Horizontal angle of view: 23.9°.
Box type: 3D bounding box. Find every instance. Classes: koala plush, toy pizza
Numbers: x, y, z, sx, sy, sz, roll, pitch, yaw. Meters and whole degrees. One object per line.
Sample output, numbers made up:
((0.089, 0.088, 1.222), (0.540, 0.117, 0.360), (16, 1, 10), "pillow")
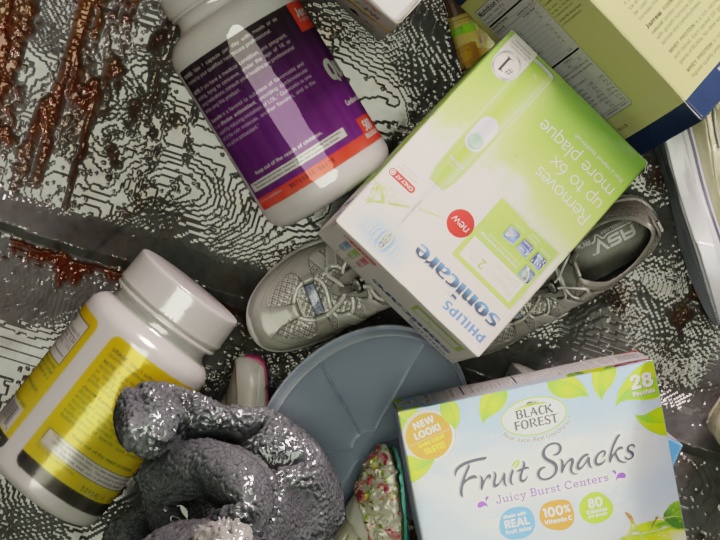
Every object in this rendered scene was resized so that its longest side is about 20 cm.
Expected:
((-0.104, 0.204, 1.218), (0.183, 0.200, 0.178), (8, 117, -2), "koala plush")
((-0.002, 0.132, 1.360), (0.199, 0.032, 0.201), (-13, 119, -26), "toy pizza")

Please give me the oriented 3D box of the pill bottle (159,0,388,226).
((-0.071, -0.142, 1.327), (0.112, 0.112, 0.201), (-32, 96, 0), "pill bottle")

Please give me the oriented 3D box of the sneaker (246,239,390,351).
((0.000, 0.000, 1.346), (0.199, 0.082, 0.075), (-28, 93, -5), "sneaker")

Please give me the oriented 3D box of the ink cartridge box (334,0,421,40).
((0.015, -0.278, 1.278), (0.147, 0.200, 0.146), (41, 91, -5), "ink cartridge box")

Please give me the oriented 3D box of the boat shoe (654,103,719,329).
((0.285, -0.054, 1.375), (0.062, 0.072, 0.201), (-16, 92, 1), "boat shoe")

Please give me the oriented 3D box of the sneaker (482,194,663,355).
((0.153, 0.000, 1.365), (0.200, 0.082, 0.075), (-34, 95, 0), "sneaker")

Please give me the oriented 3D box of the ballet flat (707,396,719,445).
((0.349, 0.063, 1.392), (0.069, 0.069, 0.200), (37, 86, -5), "ballet flat")

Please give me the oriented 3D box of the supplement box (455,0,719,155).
((0.212, -0.227, 1.294), (0.200, 0.134, 0.200), (45, 66, -5), "supplement box")

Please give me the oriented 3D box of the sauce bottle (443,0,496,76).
((0.121, -0.133, 1.363), (0.064, 0.065, 0.201), (-16, 93, -2), "sauce bottle")

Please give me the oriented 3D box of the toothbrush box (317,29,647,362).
((0.090, -0.053, 1.274), (0.146, 0.086, 0.200), (44, 79, -4), "toothbrush box")

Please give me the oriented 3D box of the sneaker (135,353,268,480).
((-0.130, 0.157, 1.362), (0.088, 0.081, 0.201), (21, 92, -6), "sneaker")

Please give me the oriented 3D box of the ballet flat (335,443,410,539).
((0.013, 0.232, 1.354), (0.064, 0.076, 0.201), (-12, 115, -6), "ballet flat")

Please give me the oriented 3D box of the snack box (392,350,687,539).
((0.137, 0.164, 1.300), (0.199, 0.068, 0.170), (-11, 94, -3), "snack box")

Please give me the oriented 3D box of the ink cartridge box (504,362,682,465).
((0.151, 0.197, 1.379), (0.144, 0.085, 0.201), (23, 94, -4), "ink cartridge box")

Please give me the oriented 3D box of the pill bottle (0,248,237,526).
((-0.194, 0.090, 1.337), (0.114, 0.114, 0.200), (39, 92, -5), "pill bottle")
